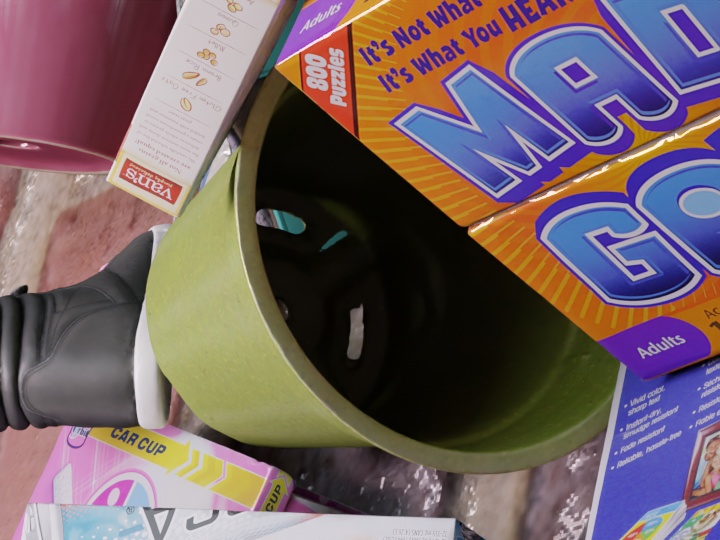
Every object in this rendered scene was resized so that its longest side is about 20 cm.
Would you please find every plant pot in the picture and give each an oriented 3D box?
[{"bbox_3d":[-0.176,-0.151,1.607,0.200,0.200,0.179,-3,79,54],"label":"plant pot"},{"bbox_3d":[0.000,0.000,1.251,0.190,0.200,0.200,-24,46,61],"label":"plant pot"}]

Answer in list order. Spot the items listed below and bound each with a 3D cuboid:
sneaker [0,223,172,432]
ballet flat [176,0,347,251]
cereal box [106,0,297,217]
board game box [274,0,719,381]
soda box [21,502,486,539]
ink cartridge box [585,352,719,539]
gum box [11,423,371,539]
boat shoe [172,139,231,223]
[{"bbox_3d":[-0.136,0.023,1.398,0.200,0.099,0.071,-91,0,-73],"label":"sneaker"},{"bbox_3d":[-0.045,-0.092,1.387,0.072,0.201,0.072,-13,20,5],"label":"ballet flat"},{"bbox_3d":[-0.031,-0.132,1.135,0.200,0.039,0.144,-60,4,45],"label":"cereal box"},{"bbox_3d":[0.131,-0.117,1.076,0.200,0.200,0.200,-25,33,48],"label":"board game box"},{"bbox_3d":[-0.043,0.137,1.209,0.200,0.064,0.069,0,71,24],"label":"soda box"},{"bbox_3d":[0.170,0.039,1.079,0.198,0.047,0.200,-32,27,38],"label":"ink cartridge box"},{"bbox_3d":[-0.084,0.134,1.346,0.200,0.066,0.114,16,79,58],"label":"gum box"},{"bbox_3d":[-0.051,-0.085,1.471,0.072,0.072,0.200,1,66,56],"label":"boat shoe"}]
